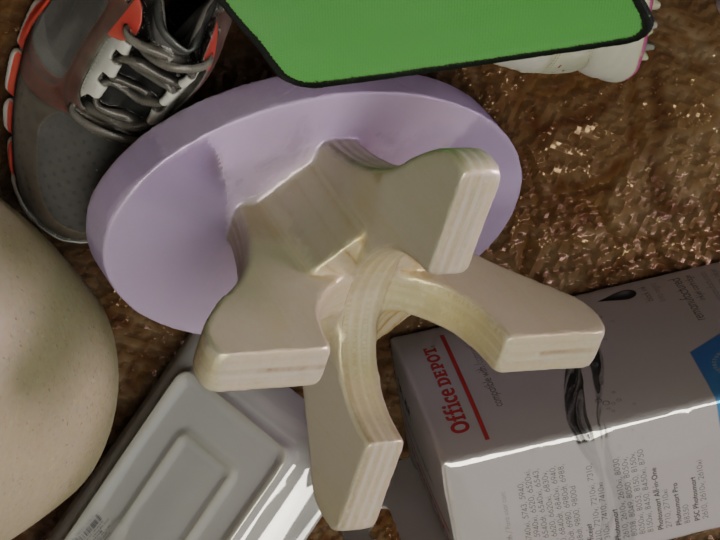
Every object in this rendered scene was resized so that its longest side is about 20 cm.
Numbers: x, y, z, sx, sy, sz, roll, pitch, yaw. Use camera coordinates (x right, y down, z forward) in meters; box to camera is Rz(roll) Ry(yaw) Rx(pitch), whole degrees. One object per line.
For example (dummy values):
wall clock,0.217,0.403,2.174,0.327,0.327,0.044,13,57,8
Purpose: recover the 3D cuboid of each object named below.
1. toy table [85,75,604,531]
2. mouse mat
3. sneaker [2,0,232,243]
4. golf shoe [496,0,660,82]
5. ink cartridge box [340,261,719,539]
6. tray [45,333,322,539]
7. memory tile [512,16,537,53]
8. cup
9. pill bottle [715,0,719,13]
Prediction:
toy table,0.000,0.000,1.231,0.199,0.117,0.184,-13,134,-24
mouse mat,0.004,-0.128,1.101,0.160,0.008,0.200,-6,150,24
sneaker,-0.092,-0.094,1.220,0.077,0.082,0.201,14,112,-18
golf shoe,0.078,-0.168,1.225,0.091,0.075,0.201,-2,116,-7
ink cartridge box,0.084,0.070,1.319,0.199,0.116,0.068,-14,118,-5
tray,-0.094,0.128,1.301,0.200,0.107,0.022,-55,149,3
memory tile,0.089,-0.178,1.124,0.153,0.017,0.200,-44,147,-10
cup,-0.183,0.043,1.226,0.143,0.200,0.201,10,117,-45
pill bottle,0.229,-0.181,1.221,0.119,0.120,0.201,11,112,-17
